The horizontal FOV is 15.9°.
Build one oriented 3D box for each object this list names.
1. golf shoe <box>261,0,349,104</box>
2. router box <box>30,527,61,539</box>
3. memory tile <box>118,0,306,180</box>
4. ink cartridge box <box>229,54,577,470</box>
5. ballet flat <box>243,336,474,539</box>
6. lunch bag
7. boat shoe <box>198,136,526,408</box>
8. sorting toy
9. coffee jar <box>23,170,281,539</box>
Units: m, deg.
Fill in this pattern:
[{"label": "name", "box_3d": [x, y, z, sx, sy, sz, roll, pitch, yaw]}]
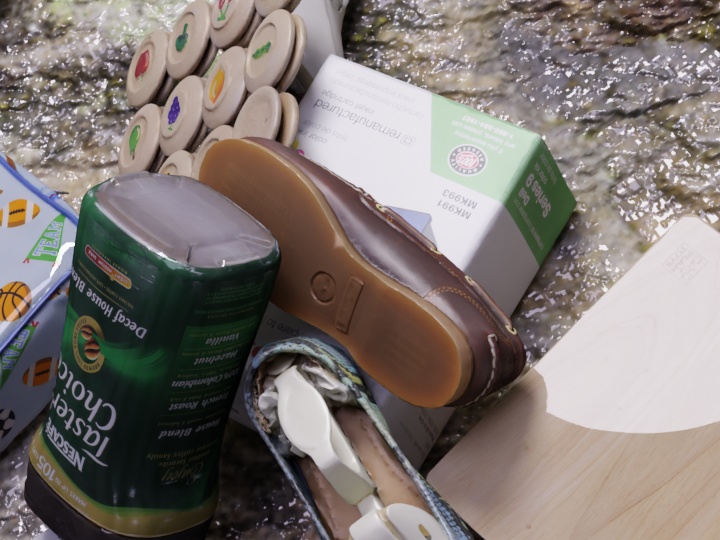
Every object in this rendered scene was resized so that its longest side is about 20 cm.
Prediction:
[{"label": "golf shoe", "box_3d": [-0.032, -0.186, 1.537, 0.092, 0.073, 0.200, -20, 58, 8]}, {"label": "router box", "box_3d": [-0.178, 0.250, 1.349, 0.179, 0.049, 0.200, -34, 46, 0]}, {"label": "memory tile", "box_3d": [-0.089, -0.096, 1.469, 0.200, 0.017, 0.154, -28, 50, 51]}, {"label": "ink cartridge box", "box_3d": [0.003, 0.002, 1.415, 0.145, 0.088, 0.200, 24, 76, 28]}, {"label": "ballet flat", "box_3d": [0.001, 0.116, 1.281, 0.074, 0.074, 0.200, -36, 67, -2]}, {"label": "lunch bag", "box_3d": [-0.239, 0.024, 1.498, 0.160, 0.076, 0.200, 36, 80, 34]}, {"label": "boat shoe", "box_3d": [0.000, 0.000, 1.332, 0.200, 0.070, 0.070, 44, 124, 24]}, {"label": "sorting toy", "box_3d": [0.174, 0.108, 1.307, 0.200, 0.070, 0.199, -45, 58, -8]}, {"label": "coffee jar", "box_3d": [-0.112, 0.057, 1.336, 0.104, 0.085, 0.200, 35, 123, 35]}]
